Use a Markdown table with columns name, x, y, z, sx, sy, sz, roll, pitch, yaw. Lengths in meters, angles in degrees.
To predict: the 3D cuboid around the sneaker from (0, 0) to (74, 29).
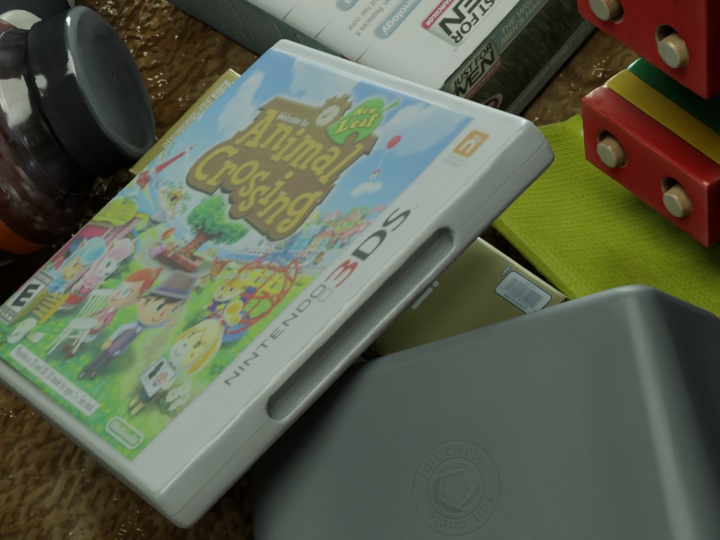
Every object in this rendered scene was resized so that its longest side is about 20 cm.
| name | x | y | z | sx | sy | sz | roll | pitch | yaw |
| --- | --- | --- | --- | --- | --- | --- | --- | --- | --- |
| sneaker | -0.222 | -0.156 | 1.073 | 0.199 | 0.079 | 0.130 | 11 | 95 | 0 |

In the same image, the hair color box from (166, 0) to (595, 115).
| name | x | y | z | sx | sy | sz | roll | pitch | yaw |
| --- | --- | --- | --- | --- | --- | --- | --- | --- | --- |
| hair color box | -0.002 | -0.133 | 1.052 | 0.200 | 0.061 | 0.099 | 33 | 74 | 34 |

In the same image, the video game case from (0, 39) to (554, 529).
| name | x | y | z | sx | sy | sz | roll | pitch | yaw |
| --- | --- | --- | --- | --- | --- | --- | --- | --- | --- |
| video game case | -0.045 | -0.005 | 0.874 | 0.182 | 0.022 | 0.200 | -45 | 29 | -11 |

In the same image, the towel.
| name | x | y | z | sx | sy | sz | roll | pitch | yaw |
| --- | --- | --- | --- | --- | --- | --- | --- | --- | --- |
| towel | 0.115 | 0.002 | 0.917 | 0.086 | 0.018 | 0.200 | -11 | 42 | -37 |

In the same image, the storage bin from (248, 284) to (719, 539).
| name | x | y | z | sx | sy | sz | roll | pitch | yaw |
| --- | --- | --- | --- | --- | --- | --- | --- | --- | --- |
| storage bin | 0.059 | 0.092 | 0.814 | 0.200 | 0.146 | 0.134 | -17 | 73 | 25 |

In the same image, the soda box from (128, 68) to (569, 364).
| name | x | y | z | sx | sy | sz | roll | pitch | yaw |
| --- | --- | --- | --- | --- | --- | --- | --- | --- | --- |
| soda box | 0.000 | 0.000 | 0.960 | 0.064 | 0.068 | 0.200 | -46 | 55 | -11 |

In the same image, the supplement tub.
| name | x | y | z | sx | sy | sz | roll | pitch | yaw |
| --- | --- | --- | --- | --- | --- | --- | --- | --- | --- |
| supplement tub | -0.191 | -0.044 | 1.020 | 0.200 | 0.107 | 0.107 | -23 | 53 | 17 |

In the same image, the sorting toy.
| name | x | y | z | sx | sy | sz | roll | pitch | yaw |
| --- | --- | --- | --- | --- | --- | --- | --- | --- | --- |
| sorting toy | 0.158 | -0.059 | 0.850 | 0.070 | 0.200 | 0.199 | -34 | 52 | -21 |
